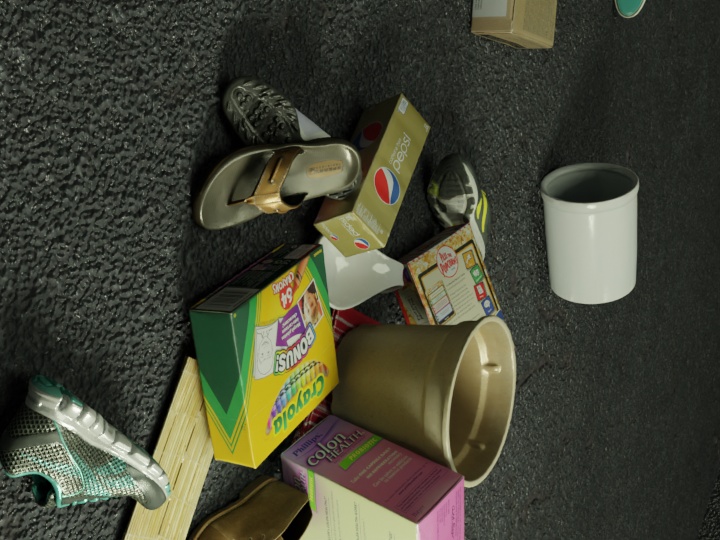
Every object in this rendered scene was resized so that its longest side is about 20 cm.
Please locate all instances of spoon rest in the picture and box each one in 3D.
[{"bbox_3d":[0.000,0.000,1.259,0.199,0.060,0.101,8,80,-60],"label":"spoon rest"}]

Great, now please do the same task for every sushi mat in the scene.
[{"bbox_3d":[-0.184,0.194,1.048,0.096,0.012,0.202,40,62,-53],"label":"sushi mat"}]

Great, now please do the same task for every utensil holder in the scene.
[{"bbox_3d":[0.410,-0.067,1.817,0.170,0.168,0.202,-44,134,-45],"label":"utensil holder"}]

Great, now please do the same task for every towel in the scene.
[{"bbox_3d":[-0.023,0.147,1.291,0.144,0.022,0.203,32,70,-56],"label":"towel"}]

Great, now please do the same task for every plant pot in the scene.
[{"bbox_3d":[0.069,0.145,1.243,0.200,0.181,0.203,-18,111,-57],"label":"plant pot"}]

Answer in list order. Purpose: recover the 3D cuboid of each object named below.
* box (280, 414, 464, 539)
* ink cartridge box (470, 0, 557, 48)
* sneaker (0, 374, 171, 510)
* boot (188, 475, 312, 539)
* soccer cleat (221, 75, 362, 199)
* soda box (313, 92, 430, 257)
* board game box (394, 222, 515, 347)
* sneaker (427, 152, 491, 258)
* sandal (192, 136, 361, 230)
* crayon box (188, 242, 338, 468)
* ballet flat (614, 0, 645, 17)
[{"bbox_3d":[0.016,0.296,1.190,0.096,0.198,0.178,-34,131,-43],"label":"box"},{"bbox_3d":[0.239,-0.450,1.548,0.164,0.074,0.203,-3,99,-57],"label":"ink cartridge box"},{"bbox_3d":[-0.248,0.174,0.904,0.092,0.077,0.200,-53,136,-15],"label":"sneaker"},{"bbox_3d":[-0.126,0.297,1.105,0.200,0.075,0.074,-41,131,-46],"label":"boot"},{"bbox_3d":[-0.082,-0.148,1.113,0.199,0.073,0.068,33,98,-39],"label":"soccer cleat"},{"bbox_3d":[0.016,-0.115,1.224,0.064,0.067,0.201,45,50,-29],"label":"soda box"},{"bbox_3d":[0.130,0.055,1.425,0.151,0.046,0.202,-31,104,-42],"label":"board game box"},{"bbox_3d":[0.148,-0.100,1.486,0.201,0.074,0.085,76,31,-45],"label":"sneaker"},{"bbox_3d":[-0.079,-0.089,1.060,0.198,0.055,0.083,-13,121,-27],"label":"sandal"},{"bbox_3d":[-0.097,0.085,1.107,0.200,0.058,0.175,-40,128,-56],"label":"crayon box"},{"bbox_3d":[0.539,-0.607,2.022,0.069,0.069,0.203,-25,116,-54],"label":"ballet flat"}]
